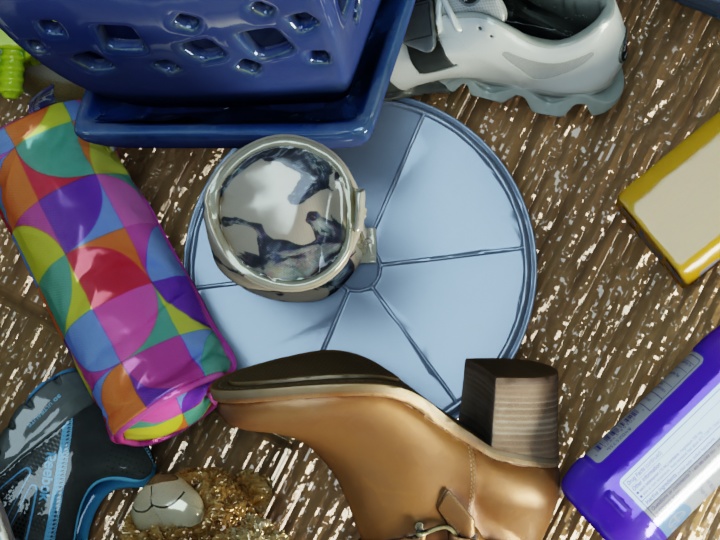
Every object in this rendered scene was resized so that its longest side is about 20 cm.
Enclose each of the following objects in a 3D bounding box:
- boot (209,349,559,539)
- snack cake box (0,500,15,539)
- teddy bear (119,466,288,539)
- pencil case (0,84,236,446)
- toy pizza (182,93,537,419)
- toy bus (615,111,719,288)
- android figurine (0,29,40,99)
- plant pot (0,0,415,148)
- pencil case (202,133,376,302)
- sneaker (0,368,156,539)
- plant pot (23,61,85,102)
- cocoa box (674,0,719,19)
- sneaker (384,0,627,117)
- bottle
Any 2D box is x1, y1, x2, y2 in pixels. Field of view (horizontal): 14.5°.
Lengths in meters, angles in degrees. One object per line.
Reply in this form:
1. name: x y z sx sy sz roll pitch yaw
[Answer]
1. boot: 0.012 0.125 1.528 0.199 0.077 0.156 1 102 -21
2. snack cake box: -0.193 0.216 1.498 0.067 0.115 0.201 -20 107 -7
3. teddy bear: -0.100 0.181 1.503 0.067 0.145 0.200 32 56 -24
4. pencil case: -0.139 -0.003 1.559 0.088 0.088 0.200 -27 76 2
5. toy pizza: 0.000 0.000 1.584 0.200 0.032 0.201 -1 85 6
6. toy bus: 0.235 -0.077 1.549 0.200 0.078 0.065 -39 83 0
7. android figurine: -0.213 -0.195 1.590 0.181 0.041 0.201 4 83 5
8. plant pot: -0.070 -0.174 1.472 0.199 0.180 0.200 0 51 22
9. pencil case: -0.036 -0.024 1.473 0.089 0.200 0.078 -9 87 -1
10. sneaker: -0.200 0.149 1.564 0.082 0.073 0.200 42 89 7
11. plant pot: -0.156 -0.196 1.618 0.199 0.027 0.201 -1 84 5
12. cocoa box: 0.154 -0.233 1.542 0.200 0.133 0.132 23 87 6
13. sneaker: 0.050 -0.141 1.557 0.199 0.089 0.074 3 57 1
14. bottle: 0.198 0.071 1.536 0.200 0.084 0.065 -44 83 -1
